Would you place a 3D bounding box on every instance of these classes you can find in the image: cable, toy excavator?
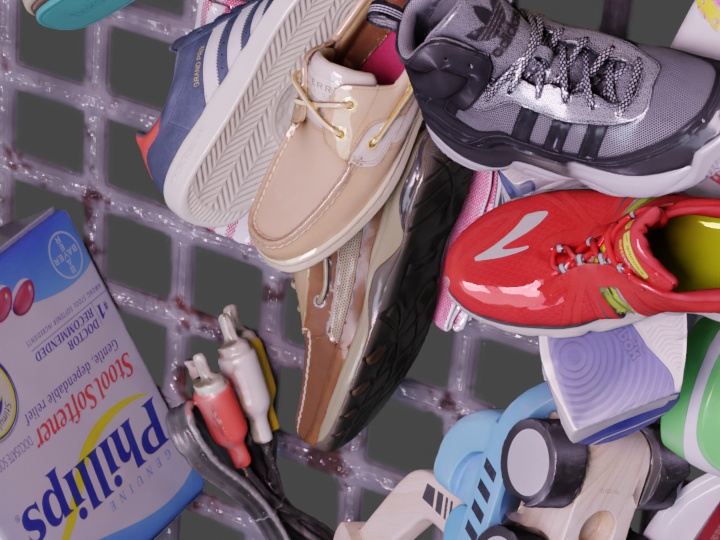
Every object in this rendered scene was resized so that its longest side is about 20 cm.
[{"bbox_3d":[-0.052,0.123,1.737,0.050,0.097,0.201,-21,107,26],"label":"cable"},{"bbox_3d":[0.072,0.134,1.673,0.200,0.099,0.196,38,118,50],"label":"toy excavator"}]

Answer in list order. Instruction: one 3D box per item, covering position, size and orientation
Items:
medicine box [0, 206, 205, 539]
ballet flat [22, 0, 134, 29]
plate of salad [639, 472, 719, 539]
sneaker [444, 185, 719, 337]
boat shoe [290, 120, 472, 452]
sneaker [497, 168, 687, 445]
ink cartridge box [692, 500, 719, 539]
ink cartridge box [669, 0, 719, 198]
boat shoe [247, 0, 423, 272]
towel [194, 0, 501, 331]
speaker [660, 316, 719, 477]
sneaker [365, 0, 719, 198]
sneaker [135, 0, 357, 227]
[{"bbox_3d":[-0.213,0.096,1.758,0.103,0.182,0.201,-18,105,36],"label":"medicine box"},{"bbox_3d":[-0.112,-0.188,1.626,0.199,0.069,0.070,-14,108,37],"label":"ballet flat"},{"bbox_3d":[0.244,0.192,1.630,0.199,0.048,0.201,7,111,19],"label":"plate of salad"},{"bbox_3d":[0.132,-0.012,1.435,0.199,0.085,0.078,-3,80,17],"label":"sneaker"},{"bbox_3d":[0.000,0.000,1.622,0.074,0.076,0.201,29,115,22],"label":"boat shoe"},{"bbox_3d":[0.119,-0.007,1.546,0.080,0.115,0.201,-16,73,3],"label":"sneaker"},{"bbox_3d":[0.249,0.232,1.569,0.199,0.083,0.147,25,116,13],"label":"ink cartridge box"},{"bbox_3d":[0.236,-0.107,1.448,0.145,0.087,0.201,34,126,12],"label":"ink cartridge box"},{"bbox_3d":[-0.003,-0.094,1.541,0.074,0.069,0.201,31,86,40],"label":"boat shoe"},{"bbox_3d":[-0.016,-0.061,1.657,0.199,0.030,0.147,22,123,19],"label":"towel"},{"bbox_3d":[0.261,0.088,1.540,0.199,0.088,0.089,18,123,21],"label":"speaker"},{"bbox_3d":[0.091,-0.096,1.420,0.199,0.076,0.114,6,152,40],"label":"sneaker"},{"bbox_3d":[-0.054,-0.124,1.600,0.200,0.075,0.085,-51,46,8],"label":"sneaker"}]
